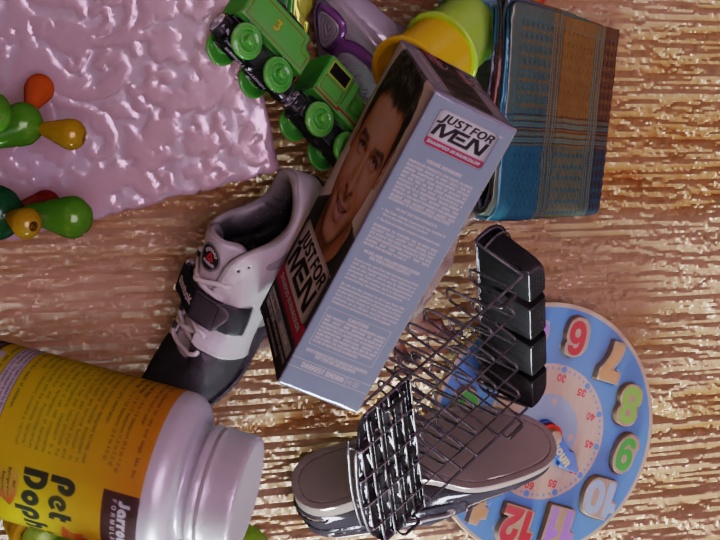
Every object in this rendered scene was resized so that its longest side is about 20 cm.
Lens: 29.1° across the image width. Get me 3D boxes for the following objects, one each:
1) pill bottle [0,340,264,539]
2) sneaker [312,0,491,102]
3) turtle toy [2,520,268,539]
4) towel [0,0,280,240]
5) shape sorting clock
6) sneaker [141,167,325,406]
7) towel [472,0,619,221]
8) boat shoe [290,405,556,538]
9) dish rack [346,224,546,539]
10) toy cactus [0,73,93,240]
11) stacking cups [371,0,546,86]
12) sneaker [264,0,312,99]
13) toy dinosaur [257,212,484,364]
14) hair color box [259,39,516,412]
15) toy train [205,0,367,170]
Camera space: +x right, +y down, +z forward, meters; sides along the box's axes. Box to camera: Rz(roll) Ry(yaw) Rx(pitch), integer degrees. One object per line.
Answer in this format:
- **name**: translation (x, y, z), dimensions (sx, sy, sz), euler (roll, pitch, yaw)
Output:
- **pill bottle**: translation (-0.166, 0.119, 0.885), dimensions (0.197, 0.109, 0.111), euler (14, 96, 8)
- **sneaker**: translation (0.047, -0.136, 0.992), dimensions (0.200, 0.075, 0.100), euler (42, 62, -20)
- **turtle toy**: translation (-0.146, 0.211, 0.946), dimensions (0.198, 0.146, 0.102), euler (-14, 128, -32)
- **towel**: translation (-0.164, -0.133, 0.893), dimensions (0.197, 0.032, 0.194), euler (-13, 106, 1)
- **shape sorting clock**: translation (0.144, 0.125, 1.083), dimensions (0.197, 0.039, 0.203), euler (-4, 102, -20)
- **sneaker**: translation (-0.094, 0.011, 0.934), dimensions (0.201, 0.074, 0.088), euler (-50, 140, -2)
- **towel**: translation (0.134, -0.110, 0.984), dimensions (0.199, 0.021, 0.149), euler (-6, 104, -59)
- **boat shoe**: translation (0.047, 0.154, 1.028), dimensions (0.197, 0.073, 0.063), euler (-11, 138, -5)
- **dish rack**: translation (0.056, 0.083, 0.943), dimensions (0.199, 0.054, 0.155), euler (-39, 140, -28)
- **toy cactus**: translation (-0.266, -0.065, 0.850), dimensions (0.198, 0.103, 0.165), euler (24, 131, -34)
- **stacking cups**: translation (0.086, -0.172, 0.952), dimensions (0.200, 0.060, 0.061), euler (-42, 115, -41)
- **sneaker**: translation (-0.071, -0.216, 0.918), dimensions (0.082, 0.074, 0.203), euler (2, 100, -25)
- **toy dinosaur**: translation (0.000, 0.000, 0.986), dimensions (0.197, 0.086, 0.138), euler (-15, 94, 0)
- **hair color box**: translation (0.011, -0.027, 0.849), dimensions (0.060, 0.099, 0.202), euler (22, 109, -21)
- **toy train**: translation (-0.021, -0.102, 0.895), dimensions (0.200, 0.041, 0.057), euler (44, 63, -30)
